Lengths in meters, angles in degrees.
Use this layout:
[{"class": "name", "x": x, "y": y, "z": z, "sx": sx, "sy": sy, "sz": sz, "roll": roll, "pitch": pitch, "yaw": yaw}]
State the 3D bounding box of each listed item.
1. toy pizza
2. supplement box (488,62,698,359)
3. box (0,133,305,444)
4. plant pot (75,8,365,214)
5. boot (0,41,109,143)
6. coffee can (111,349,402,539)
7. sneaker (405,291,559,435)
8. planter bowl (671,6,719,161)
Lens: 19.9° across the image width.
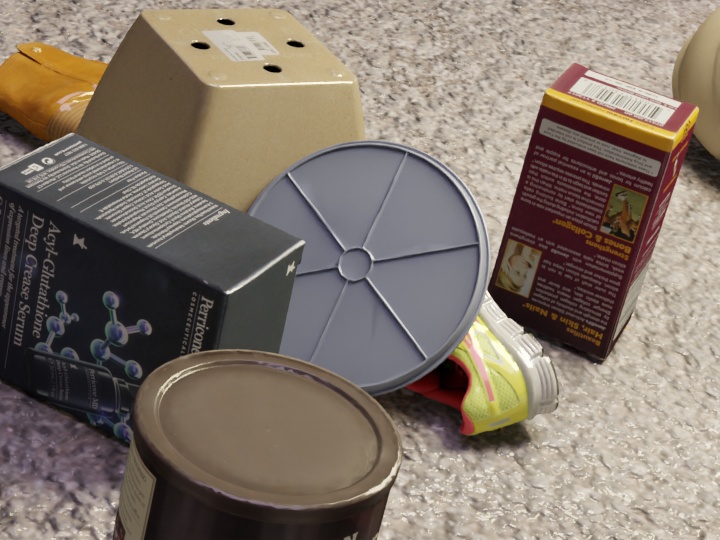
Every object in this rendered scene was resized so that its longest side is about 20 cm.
[{"class": "toy pizza", "x": 0.000, "y": 0.000, "z": 1.517, "sx": 0.200, "sy": 0.201, "sz": 0.032, "roll": 27, "pitch": -10, "yaw": 22}, {"class": "supplement box", "x": 0.182, "y": -0.047, "z": 1.630, "sx": 0.110, "sy": 0.201, "sz": 0.086, "roll": 22, "pitch": 28, "yaw": 14}, {"class": "box", "x": -0.159, "y": 0.020, "z": 1.412, "sx": 0.199, "sy": 0.149, "sz": 0.107, "roll": 24, "pitch": 30, "yaw": 19}, {"class": "plant pot", "x": -0.103, "y": -0.100, "z": 1.623, "sx": 0.199, "sy": 0.178, "sz": 0.200, "roll": -4, "pitch": 33, "yaw": -31}, {"class": "boot", "x": -0.222, "y": -0.166, "z": 1.796, "sx": 0.144, "sy": 0.071, "sz": 0.201, "roll": 31, "pitch": 38, "yaw": 23}, {"class": "coffee can", "x": -0.069, "y": 0.166, "z": 1.136, "sx": 0.146, "sy": 0.201, "sz": 0.147, "roll": 11, "pitch": 29, "yaw": -6}, {"class": "sneaker", "x": 0.057, "y": 0.048, "z": 1.530, "sx": 0.090, "sy": 0.078, "sz": 0.200, "roll": -28, "pitch": 48, "yaw": -20}, {"class": "planter bowl", "x": 0.391, "y": -0.183, "z": 2.008, "sx": 0.199, "sy": 0.201, "sz": 0.135, "roll": -3, "pitch": 6, "yaw": -28}]
